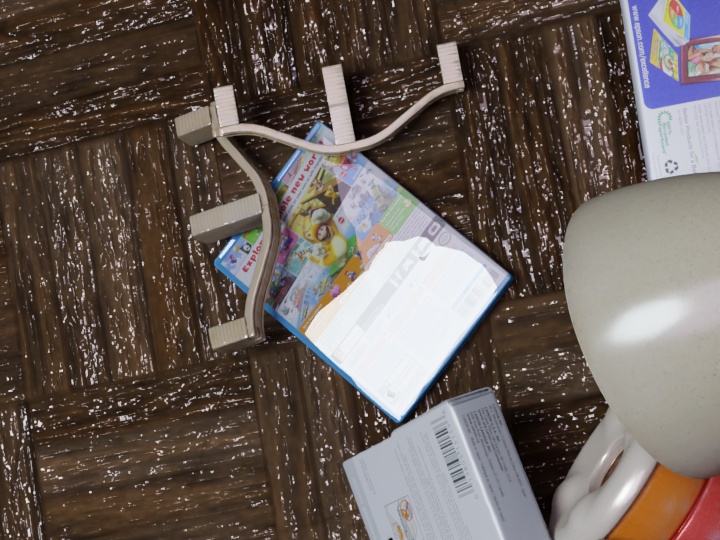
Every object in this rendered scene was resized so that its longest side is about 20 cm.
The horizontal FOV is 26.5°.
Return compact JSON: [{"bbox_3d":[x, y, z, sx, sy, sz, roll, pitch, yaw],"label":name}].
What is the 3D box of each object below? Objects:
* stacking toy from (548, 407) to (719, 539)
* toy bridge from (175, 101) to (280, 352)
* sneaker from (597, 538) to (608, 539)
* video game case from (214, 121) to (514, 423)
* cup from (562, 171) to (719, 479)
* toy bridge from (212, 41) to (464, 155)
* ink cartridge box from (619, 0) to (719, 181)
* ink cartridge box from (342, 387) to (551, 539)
[{"bbox_3d":[0.244,0.183,1.065,0.199,0.146,0.147,33,95,-3],"label":"stacking toy"},{"bbox_3d":[-0.098,-0.041,1.189,0.067,0.027,0.202,-17,70,19],"label":"toy bridge"},{"bbox_3d":[0.184,0.284,0.987,0.111,0.071,0.202,14,87,-11],"label":"sneaker"},{"bbox_3d":[0.000,0.000,1.188,0.200,0.018,0.144,39,97,16],"label":"video game case"},{"bbox_3d":[0.246,0.015,0.980,0.143,0.199,0.202,-29,77,37],"label":"cup"},{"bbox_3d":[-0.017,-0.124,1.176,0.198,0.027,0.068,-11,87,1],"label":"toy bridge"},{"bbox_3d":[0.298,-0.129,1.100,0.198,0.047,0.200,-9,81,14],"label":"ink cartridge box"},{"bbox_3d":[0.073,0.205,1.107,0.043,0.173,0.202,-15,78,-30],"label":"ink cartridge box"}]
